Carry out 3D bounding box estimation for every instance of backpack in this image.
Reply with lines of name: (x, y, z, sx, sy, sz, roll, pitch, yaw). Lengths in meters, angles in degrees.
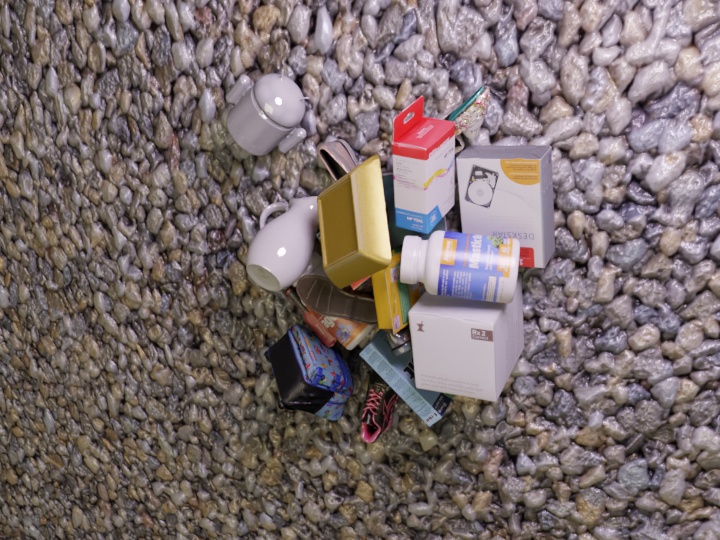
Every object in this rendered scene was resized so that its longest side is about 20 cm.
backpack: (-0.090, 0.229, 1.680, 0.199, 0.184, 0.135, 28, 116, -39)

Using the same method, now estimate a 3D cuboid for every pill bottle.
pill bottle: (0.171, -0.009, 1.327, 0.197, 0.112, 0.113, 7, 119, 8)
pill bottle: (-0.054, 0.060, 1.612, 0.200, 0.112, 0.112, 45, 127, 1)

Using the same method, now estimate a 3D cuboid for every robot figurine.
robot figurine: (-0.184, -0.303, 1.492, 0.169, 0.114, 0.199, 38, 130, -19)

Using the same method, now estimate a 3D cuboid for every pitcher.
pitcher: (-0.165, -0.062, 1.557, 0.170, 0.201, 0.122, 7, 141, 35)

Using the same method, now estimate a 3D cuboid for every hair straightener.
hair straightener: (-0.114, 0.082, 1.678, 0.200, 0.077, 0.041, 43, 110, 9)

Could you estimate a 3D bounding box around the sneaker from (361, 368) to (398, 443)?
sneaker: (0.037, 0.299, 1.699, 0.078, 0.095, 0.203, 17, 121, 22)

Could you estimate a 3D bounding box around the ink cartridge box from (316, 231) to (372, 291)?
ink cartridge box: (0.000, 0.000, 1.517, 0.050, 0.109, 0.201, -37, 76, 12)

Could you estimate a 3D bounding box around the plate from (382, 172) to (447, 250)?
plate: (0.082, -0.099, 1.507, 0.198, 0.026, 0.203, 13, 119, 23)

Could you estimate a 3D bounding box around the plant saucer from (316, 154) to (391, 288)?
plant saucer: (-0.023, -0.084, 1.382, 0.199, 0.048, 0.203, -25, 68, 57)

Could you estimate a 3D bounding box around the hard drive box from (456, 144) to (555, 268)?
hard drive box: (0.261, -0.116, 1.366, 0.154, 0.077, 0.203, 4, 117, 28)

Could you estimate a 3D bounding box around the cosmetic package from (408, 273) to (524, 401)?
cosmetic package: (0.205, 0.114, 1.440, 0.163, 0.200, 0.167, 6, 118, 27)

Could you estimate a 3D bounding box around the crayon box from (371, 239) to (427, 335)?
crayon box: (0.076, 0.028, 1.424, 0.051, 0.200, 0.128, -1, 105, 29)

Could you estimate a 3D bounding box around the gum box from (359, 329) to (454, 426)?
gum box: (0.113, 0.187, 1.549, 0.200, 0.170, 0.045, 46, 127, 0)

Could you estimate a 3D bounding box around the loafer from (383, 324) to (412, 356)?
loafer: (0.096, 0.098, 1.496, 0.071, 0.200, 0.063, -31, 97, 24)

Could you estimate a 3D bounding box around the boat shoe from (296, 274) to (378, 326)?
boat shoe: (-0.034, 0.066, 1.525, 0.198, 0.068, 0.073, 23, 92, 18)

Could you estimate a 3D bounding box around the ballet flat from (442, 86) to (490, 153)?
ballet flat: (0.172, -0.249, 1.355, 0.064, 0.076, 0.199, 44, 137, -11)

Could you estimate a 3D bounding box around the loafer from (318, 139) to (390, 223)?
loafer: (-0.018, -0.161, 1.480, 0.072, 0.063, 0.201, -39, 78, 39)

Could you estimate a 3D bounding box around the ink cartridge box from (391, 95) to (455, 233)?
ink cartridge box: (0.110, -0.181, 1.311, 0.067, 0.116, 0.202, 15, 129, 26)
